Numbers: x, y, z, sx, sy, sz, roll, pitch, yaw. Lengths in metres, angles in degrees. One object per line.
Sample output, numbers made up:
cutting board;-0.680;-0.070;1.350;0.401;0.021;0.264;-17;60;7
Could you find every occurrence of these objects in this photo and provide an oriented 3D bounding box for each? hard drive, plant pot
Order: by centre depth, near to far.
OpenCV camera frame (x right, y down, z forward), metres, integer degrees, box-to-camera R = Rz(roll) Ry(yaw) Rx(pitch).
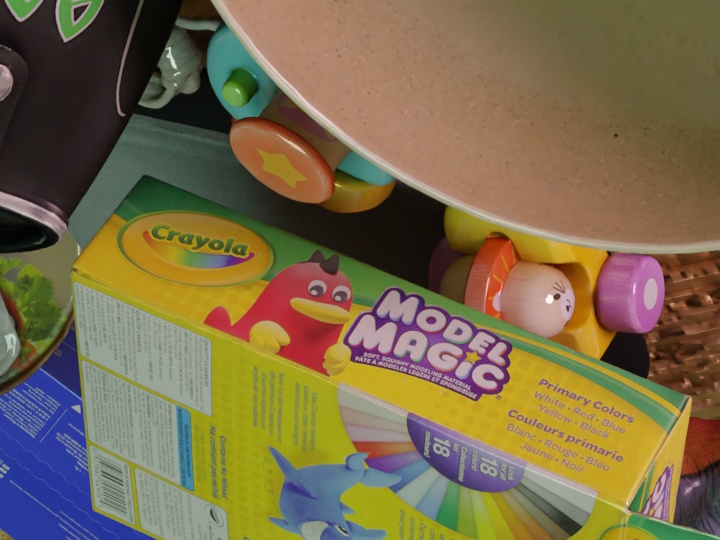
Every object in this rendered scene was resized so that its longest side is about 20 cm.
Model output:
plant pot;0.068;-0.123;0.695;0.200;0.135;0.201;17;138;16
hard drive;-0.012;-0.014;0.937;0.199;0.033;0.140;13;155;25

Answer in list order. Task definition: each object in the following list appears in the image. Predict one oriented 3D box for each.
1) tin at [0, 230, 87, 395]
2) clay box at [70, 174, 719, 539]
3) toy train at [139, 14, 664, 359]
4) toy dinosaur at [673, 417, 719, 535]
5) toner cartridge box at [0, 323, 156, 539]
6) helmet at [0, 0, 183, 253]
tin;-0.174;-0.044;0.995;0.112;0.042;0.200;-31;108;2
clay box;0.015;0.058;0.815;0.199;0.048;0.115;22;142;17
toy train;0.000;0.000;0.842;0.150;0.056;0.200;-21;116;46
toy dinosaur;0.087;0.077;0.888;0.200;0.105;0.182;40;134;14
toner cartridge box;-0.116;0.060;1.090;0.200;0.043;0.095;38;136;-5
helmet;-0.136;-0.112;0.792;0.199;0.191;0.200;9;173;1
